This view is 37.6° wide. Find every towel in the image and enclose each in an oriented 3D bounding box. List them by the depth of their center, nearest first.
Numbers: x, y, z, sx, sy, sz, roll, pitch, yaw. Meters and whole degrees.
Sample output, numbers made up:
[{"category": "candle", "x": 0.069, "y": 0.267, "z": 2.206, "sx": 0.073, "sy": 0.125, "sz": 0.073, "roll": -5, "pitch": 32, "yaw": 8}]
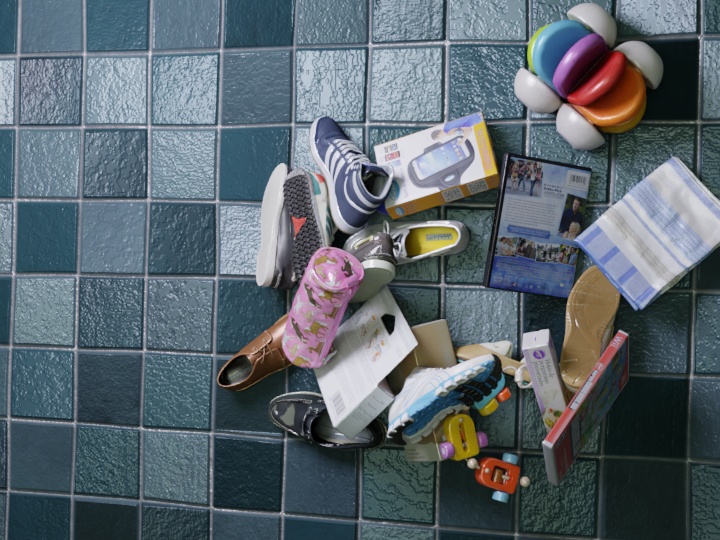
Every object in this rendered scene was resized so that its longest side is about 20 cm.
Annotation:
[{"category": "towel", "x": 0.431, "y": -0.055, "z": 1.532, "sx": 0.200, "sy": 0.024, "sz": 0.147, "roll": -39, "pitch": 80, "yaw": -3}]

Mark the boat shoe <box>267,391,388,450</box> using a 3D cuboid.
[{"category": "boat shoe", "x": -0.058, "y": 0.240, "z": 1.652, "sx": 0.199, "sy": 0.066, "sz": 0.075, "roll": 18, "pitch": 95, "yaw": 13}]

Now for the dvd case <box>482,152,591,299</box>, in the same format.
[{"category": "dvd case", "x": 0.261, "y": -0.064, "z": 1.563, "sx": 0.142, "sy": 0.018, "sz": 0.200, "roll": 8, "pitch": 93, "yaw": -17}]

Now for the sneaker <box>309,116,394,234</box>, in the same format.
[{"category": "sneaker", "x": -0.012, "y": -0.166, "z": 1.602, "sx": 0.108, "sy": 0.070, "sz": 0.200, "roll": -42, "pitch": 57, "yaw": 49}]

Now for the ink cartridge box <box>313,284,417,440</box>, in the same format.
[{"category": "ink cartridge box", "x": 0.012, "y": 0.131, "z": 1.577, "sx": 0.174, "sy": 0.200, "sz": 0.044, "roll": -44, "pitch": 118, "yaw": 10}]

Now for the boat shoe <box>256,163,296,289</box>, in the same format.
[{"category": "boat shoe", "x": -0.120, "y": -0.068, "z": 1.671, "sx": 0.060, "sy": 0.074, "sz": 0.200, "roll": 12, "pitch": 73, "yaw": -25}]

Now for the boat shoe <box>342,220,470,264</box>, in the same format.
[{"category": "boat shoe", "x": 0.062, "y": -0.040, "z": 1.612, "sx": 0.201, "sy": 0.086, "sz": 0.075, "roll": -4, "pitch": 88, "yaw": 15}]

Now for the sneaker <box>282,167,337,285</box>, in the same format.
[{"category": "sneaker", "x": -0.058, "y": -0.059, "z": 1.631, "sx": 0.070, "sy": 0.093, "sz": 0.200, "roll": -22, "pitch": 72, "yaw": 40}]

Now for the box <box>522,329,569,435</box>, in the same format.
[{"category": "box", "x": 0.275, "y": 0.178, "z": 1.524, "sx": 0.039, "sy": 0.041, "sz": 0.200, "roll": -11, "pitch": 118, "yaw": 17}]

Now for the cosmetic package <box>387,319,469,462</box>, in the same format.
[{"category": "cosmetic package", "x": 0.099, "y": 0.181, "z": 1.586, "sx": 0.071, "sy": 0.105, "sz": 0.200, "roll": -12, "pitch": 85, "yaw": -29}]

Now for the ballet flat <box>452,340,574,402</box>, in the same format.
[{"category": "ballet flat", "x": 0.233, "y": 0.139, "z": 1.586, "sx": 0.200, "sy": 0.069, "sz": 0.063, "roll": 21, "pitch": 86, "yaw": 4}]

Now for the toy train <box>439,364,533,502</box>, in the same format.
[{"category": "toy train", "x": 0.183, "y": 0.226, "z": 1.532, "sx": 0.150, "sy": 0.056, "sz": 0.200, "roll": 16, "pitch": 81, "yaw": -22}]

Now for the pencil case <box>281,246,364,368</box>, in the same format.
[{"category": "pencil case", "x": -0.057, "y": 0.056, "z": 1.550, "sx": 0.086, "sy": 0.083, "sz": 0.200, "roll": 20, "pitch": 134, "yaw": 0}]

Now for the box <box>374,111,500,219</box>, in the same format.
[{"category": "box", "x": 0.105, "y": -0.156, "z": 1.602, "sx": 0.200, "sy": 0.041, "sz": 0.119, "roll": -16, "pitch": 59, "yaw": 11}]

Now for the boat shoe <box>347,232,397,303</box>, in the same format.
[{"category": "boat shoe", "x": 0.000, "y": 0.000, "z": 1.596, "sx": 0.072, "sy": 0.201, "sz": 0.061, "roll": 14, "pitch": 69, "yaw": -21}]

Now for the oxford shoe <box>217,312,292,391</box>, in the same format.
[{"category": "oxford shoe", "x": -0.143, "y": 0.129, "z": 1.672, "sx": 0.200, "sy": 0.071, "sz": 0.071, "roll": -39, "pitch": 80, "yaw": 9}]

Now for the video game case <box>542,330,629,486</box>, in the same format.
[{"category": "video game case", "x": 0.319, "y": 0.195, "z": 1.483, "sx": 0.017, "sy": 0.143, "sz": 0.200, "roll": 28, "pitch": 69, "yaw": 28}]

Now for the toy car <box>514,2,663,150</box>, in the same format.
[{"category": "toy car", "x": 0.323, "y": -0.283, "z": 1.516, "sx": 0.200, "sy": 0.150, "sz": 0.175, "roll": 43, "pitch": 100, "yaw": 10}]

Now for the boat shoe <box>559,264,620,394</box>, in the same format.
[{"category": "boat shoe", "x": 0.332, "y": 0.088, "z": 1.545, "sx": 0.074, "sy": 0.069, "sz": 0.200, "roll": 15, "pitch": 66, "yaw": 17}]

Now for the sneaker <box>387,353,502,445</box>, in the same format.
[{"category": "sneaker", "x": 0.108, "y": 0.159, "z": 1.478, "sx": 0.200, "sy": 0.075, "sz": 0.087, "roll": -35, "pitch": 45, "yaw": 24}]
